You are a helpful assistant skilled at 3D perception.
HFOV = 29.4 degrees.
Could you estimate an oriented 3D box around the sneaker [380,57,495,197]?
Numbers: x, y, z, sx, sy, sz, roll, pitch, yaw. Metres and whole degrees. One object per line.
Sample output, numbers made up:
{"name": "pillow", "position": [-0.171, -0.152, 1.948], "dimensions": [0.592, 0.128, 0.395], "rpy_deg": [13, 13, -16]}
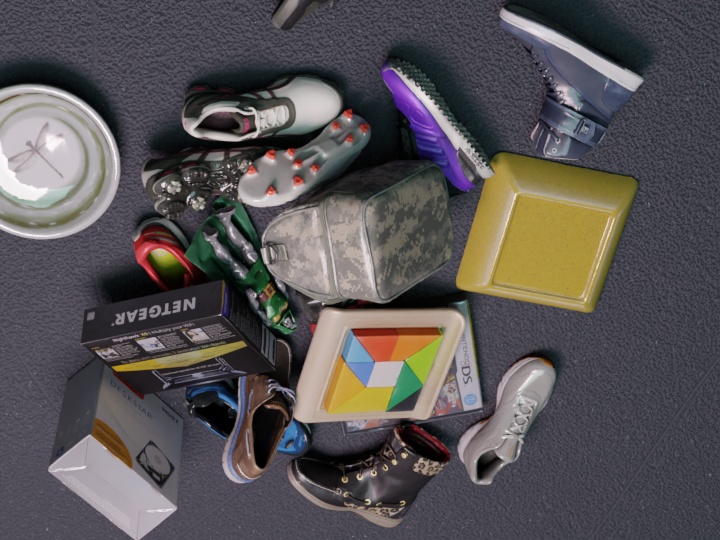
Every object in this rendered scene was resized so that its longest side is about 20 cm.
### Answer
{"name": "sneaker", "position": [0.072, -0.162, 1.676], "dimensions": [0.099, 0.070, 0.200], "rpy_deg": [-35, 114, 16]}

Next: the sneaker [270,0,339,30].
{"name": "sneaker", "position": [-0.008, -0.329, 1.579], "dimensions": [0.199, 0.076, 0.114], "rpy_deg": [-43, 107, 11]}

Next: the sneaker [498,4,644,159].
{"name": "sneaker", "position": [0.224, -0.219, 1.655], "dimensions": [0.201, 0.077, 0.147], "rpy_deg": [27, 109, -18]}

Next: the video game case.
{"name": "video game case", "position": [0.058, 0.129, 1.851], "dimensions": [0.198, 0.026, 0.182], "rpy_deg": [-10, 118, 1]}

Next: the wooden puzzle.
{"name": "wooden puzzle", "position": [0.025, 0.128, 1.779], "dimensions": [0.198, 0.037, 0.186], "rpy_deg": [3, 126, -23]}

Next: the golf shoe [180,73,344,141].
{"name": "golf shoe", "position": [-0.115, -0.183, 1.641], "dimensions": [0.198, 0.088, 0.078], "rpy_deg": [-7, 116, -3]}

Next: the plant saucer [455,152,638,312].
{"name": "plant saucer", "position": [0.243, -0.037, 1.768], "dimensions": [0.198, 0.049, 0.201], "rpy_deg": [10, 116, -10]}

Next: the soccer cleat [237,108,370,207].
{"name": "soccer cleat", "position": [-0.065, -0.120, 1.636], "dimensions": [0.069, 0.199, 0.078], "rpy_deg": [46, 148, 16]}

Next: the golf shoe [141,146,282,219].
{"name": "golf shoe", "position": [-0.168, -0.125, 1.666], "dimensions": [0.198, 0.088, 0.078], "rpy_deg": [-9, 128, -27]}

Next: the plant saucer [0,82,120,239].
{"name": "plant saucer", "position": [-0.389, -0.137, 1.662], "dimensions": [0.198, 0.050, 0.202], "rpy_deg": [-2, 117, -3]}

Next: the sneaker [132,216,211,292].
{"name": "sneaker", "position": [-0.218, 0.023, 1.739], "dimensions": [0.077, 0.085, 0.200], "rpy_deg": [-40, 114, 16]}

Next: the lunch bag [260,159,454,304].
{"name": "lunch bag", "position": [-0.003, -0.049, 1.631], "dimensions": [0.167, 0.200, 0.141], "rpy_deg": [4, 112, 33]}

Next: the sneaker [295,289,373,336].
{"name": "sneaker", "position": [0.000, 0.000, 1.753], "dimensions": [0.200, 0.071, 0.098], "rpy_deg": [-36, 106, 7]}

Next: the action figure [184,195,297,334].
{"name": "action figure", "position": [-0.136, 0.008, 1.741], "dimensions": [0.054, 0.118, 0.201], "rpy_deg": [5, 139, 41]}

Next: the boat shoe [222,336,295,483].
{"name": "boat shoe", "position": [-0.117, 0.177, 1.775], "dimensions": [0.072, 0.202, 0.072], "rpy_deg": [25, 154, -32]}

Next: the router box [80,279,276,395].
{"name": "router box", "position": [-0.226, 0.088, 1.729], "dimensions": [0.198, 0.053, 0.157], "rpy_deg": [-11, 147, 18]}

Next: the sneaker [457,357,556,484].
{"name": "sneaker", "position": [0.209, 0.212, 1.869], "dimensions": [0.075, 0.092, 0.201], "rpy_deg": [24, 113, -17]}

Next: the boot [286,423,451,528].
{"name": "boot", "position": [0.014, 0.269, 1.879], "dimensions": [0.199, 0.073, 0.151], "rpy_deg": [27, 121, -24]}

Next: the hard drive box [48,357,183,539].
{"name": "hard drive box", "position": [-0.311, 0.223, 1.771], "dimensions": [0.077, 0.200, 0.156], "rpy_deg": [-39, 115, 14]}

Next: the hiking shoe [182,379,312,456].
{"name": "hiking shoe", "position": [-0.154, 0.207, 1.836], "dimensions": [0.199, 0.087, 0.075], "rpy_deg": [29, 118, -17]}
